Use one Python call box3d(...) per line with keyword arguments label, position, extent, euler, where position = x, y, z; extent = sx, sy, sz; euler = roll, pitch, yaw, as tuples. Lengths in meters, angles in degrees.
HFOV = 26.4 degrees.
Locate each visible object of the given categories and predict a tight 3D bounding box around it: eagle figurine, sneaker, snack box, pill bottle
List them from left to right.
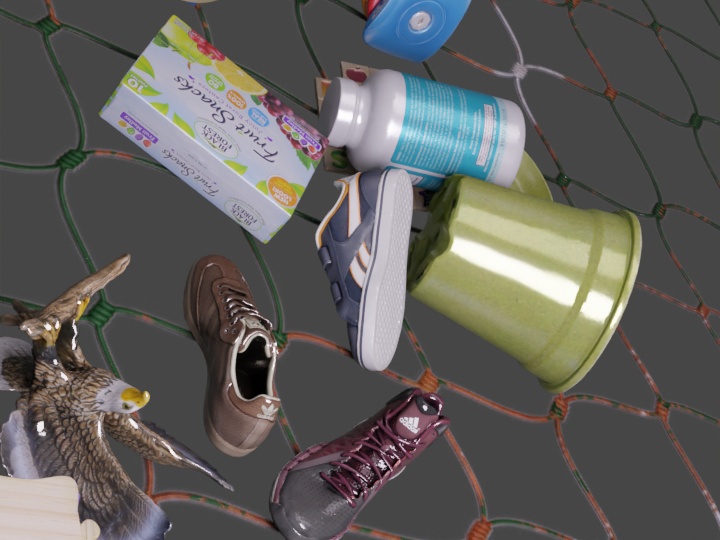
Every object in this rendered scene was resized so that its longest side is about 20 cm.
box3d(label="eagle figurine", position=(-0.196, 0.112, 1.144), extent=(0.151, 0.151, 0.200), euler=(-24, 106, -12))
box3d(label="snack box", position=(-0.137, -0.137, 1.471), extent=(0.200, 0.053, 0.142), euler=(38, 38, -11))
box3d(label="sneaker", position=(-0.098, 0.058, 1.305), extent=(0.070, 0.076, 0.200), euler=(15, 47, -35))
box3d(label="sneaker", position=(0.000, 0.000, 1.466), extent=(0.078, 0.079, 0.201), euler=(50, 43, -60))
box3d(label="sneaker", position=(0.008, 0.150, 1.289), extent=(0.076, 0.116, 0.200), euler=(48, 36, 3))
box3d(label="pill bottle", position=(0.061, -0.142, 1.578), extent=(0.199, 0.111, 0.111), euler=(13, 46, -18))

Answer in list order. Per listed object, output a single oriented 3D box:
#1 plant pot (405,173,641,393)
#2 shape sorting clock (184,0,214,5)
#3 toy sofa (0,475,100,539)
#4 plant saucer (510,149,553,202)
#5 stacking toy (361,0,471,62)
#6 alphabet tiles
box3d(label="plant pot", position=(0.150, -0.004, 1.535), extent=(0.184, 0.201, 0.201), euler=(24, 41, -11))
box3d(label="shape sorting clock", position=(-0.215, -0.361, 1.615), extent=(0.200, 0.039, 0.200), euler=(25, 43, -26))
box3d(label="toy sofa", position=(-0.276, 0.187, 1.004), extent=(0.200, 0.083, 0.098), euler=(14, 42, -36))
box3d(label="plant saucer", position=(0.133, -0.100, 1.721), extent=(0.200, 0.031, 0.200), euler=(26, 42, -25))
box3d(label="stacking toy", position=(0.034, -0.352, 1.819), extent=(0.110, 0.116, 0.200), euler=(15, 35, -39))
box3d(label="alphabet tiles", position=(0.033, -0.144, 1.648), extent=(0.166, 0.006, 0.200), euler=(9, 49, -20))
